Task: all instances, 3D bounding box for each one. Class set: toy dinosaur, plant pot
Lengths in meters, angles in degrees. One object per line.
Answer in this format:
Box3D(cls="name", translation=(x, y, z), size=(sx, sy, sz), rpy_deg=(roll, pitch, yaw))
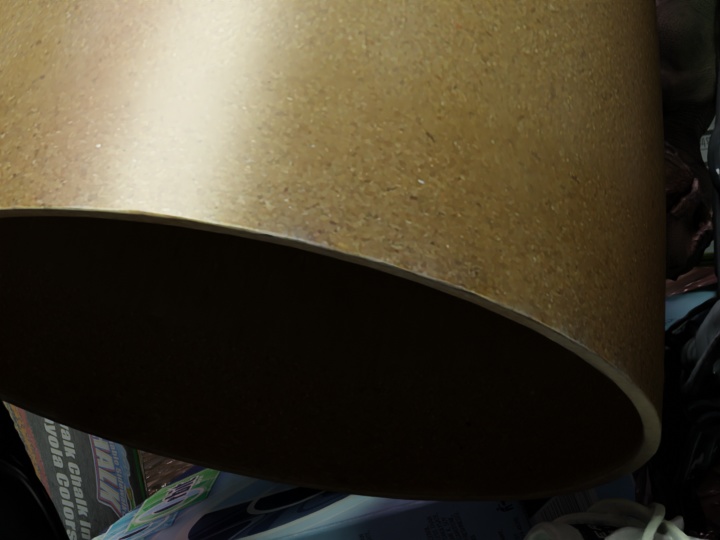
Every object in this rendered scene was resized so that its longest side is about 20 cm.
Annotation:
Box3D(cls="toy dinosaur", translation=(0.063, -0.087, 0.791), size=(0.088, 0.200, 0.047), rpy_deg=(9, -23, -2))
Box3D(cls="plant pot", translation=(-0.006, -0.067, 0.700), size=(0.186, 0.200, 0.186), rpy_deg=(10, -20, 4))

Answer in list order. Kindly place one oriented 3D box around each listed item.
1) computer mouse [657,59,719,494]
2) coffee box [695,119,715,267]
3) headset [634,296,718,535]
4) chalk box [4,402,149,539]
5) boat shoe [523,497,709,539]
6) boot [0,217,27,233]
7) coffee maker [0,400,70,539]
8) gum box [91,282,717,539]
Box3D(cls="computer mouse", translation=(0.107, -0.051, 0.678), size=(0.139, 0.053, 0.200), rpy_deg=(132, 163, -77))
Box3D(cls="coffee box", translation=(0.169, -0.111, 0.962), size=(0.199, 0.198, 0.200), rpy_deg=(-10, 2, -28))
Box3D(cls="headset", translation=(0.170, 0.022, 0.793), size=(0.200, 0.094, 0.124), rpy_deg=(-7, 12, 6))
Box3D(cls="chalk box", translation=(-0.153, 0.069, 0.994), size=(0.124, 0.125, 0.200), rpy_deg=(-21, -23, 20))
Box3D(cls="boat shoe", translation=(0.059, 0.084, 0.646), size=(0.200, 0.067, 0.074), rpy_deg=(-27, 10, -20))
Box3D(cls="boot", translation=(-0.123, -0.053, 0.814), size=(0.182, 0.073, 0.200), rpy_deg=(19, 40, 42))
Box3D(cls="coffee maker", translation=(-0.142, 0.084, 0.765), size=(0.135, 0.192, 0.200), rpy_deg=(-44, 9, -5))
Box3D(cls="gum box", translation=(0.008, 0.073, 0.915), size=(0.200, 0.045, 0.170), rpy_deg=(-17, 10, 33))
